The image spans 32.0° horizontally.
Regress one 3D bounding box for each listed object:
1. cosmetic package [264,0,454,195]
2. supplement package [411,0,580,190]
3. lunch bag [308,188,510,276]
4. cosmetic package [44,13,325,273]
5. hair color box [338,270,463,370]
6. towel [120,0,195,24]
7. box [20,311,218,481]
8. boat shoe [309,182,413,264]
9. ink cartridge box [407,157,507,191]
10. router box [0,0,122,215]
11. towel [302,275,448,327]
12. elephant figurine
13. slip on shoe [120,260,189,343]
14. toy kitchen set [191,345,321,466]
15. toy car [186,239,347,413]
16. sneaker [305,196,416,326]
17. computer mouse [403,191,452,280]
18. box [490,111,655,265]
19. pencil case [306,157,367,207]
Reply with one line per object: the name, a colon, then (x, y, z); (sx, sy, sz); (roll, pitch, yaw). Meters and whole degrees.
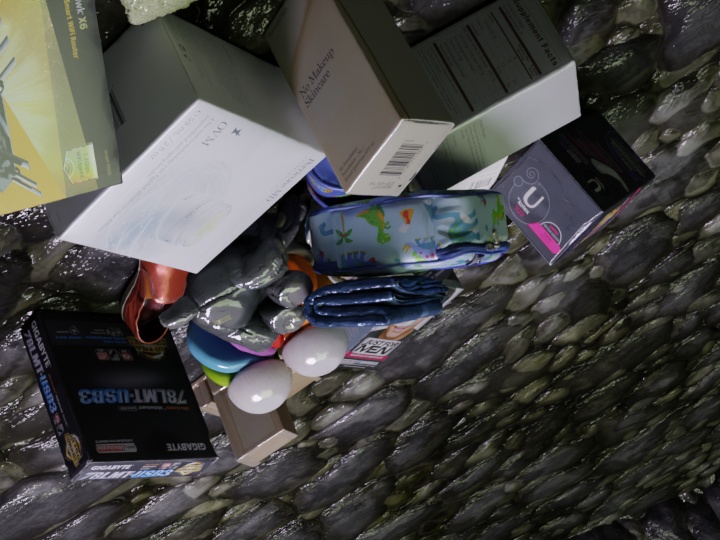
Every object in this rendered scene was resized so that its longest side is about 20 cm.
cosmetic package: (-0.004, -0.179, 1.169); (0.072, 0.202, 0.104); (-2, 143, -42)
supplement package: (0.126, -0.192, 1.363); (0.198, 0.118, 0.117); (-28, 154, 1)
lunch bag: (0.056, -0.039, 1.356); (0.197, 0.084, 0.160); (-7, 180, 24)
cosmetic package: (-0.176, -0.116, 1.202); (0.199, 0.124, 0.199); (-40, 153, 22)
hair color box: (0.040, 0.059, 1.782); (0.200, 0.061, 0.098); (-44, 150, 26)
towel: (-0.145, -0.288, 1.025); (0.146, 0.037, 0.201); (-22, 152, -12)
box: (-0.280, 0.146, 1.468); (0.050, 0.200, 0.198); (-42, 150, 29)
boat shoe: (-0.005, -0.049, 1.540); (0.062, 0.073, 0.200); (-8, 151, -41)
ink cartridge box: (0.093, -0.095, 1.558); (0.115, 0.068, 0.201); (-14, 148, -27)
router box: (-0.286, -0.150, 1.014); (0.155, 0.052, 0.203); (-17, 122, -22)
towel: (0.019, 0.031, 1.368); (0.110, 0.049, 0.200); (-3, -179, 20)
elephant figurine: (-0.134, -0.015, 1.382); (0.141, 0.201, 0.155); (-42, 129, 16)
slip on shoe: (-0.222, 0.006, 1.433); (0.073, 0.062, 0.201); (-4, 139, -36)
toy kitchen set: (-0.148, 0.203, 1.715); (0.162, 0.182, 0.200); (-34, 149, 14)
toy car: (-0.122, 0.057, 1.493); (0.199, 0.177, 0.150); (-33, 152, 12)
sneaker: (0.000, 0.000, 1.499); (0.076, 0.081, 0.200); (-28, 115, 29)
computer mouse: (0.072, -0.042, 1.525); (0.058, 0.034, 0.201); (-36, 147, -6)
box: (0.269, -0.108, 1.580); (0.106, 0.123, 0.199); (-47, 168, 33)
pencil case: (-0.018, -0.112, 1.337); (0.085, 0.080, 0.200); (-9, 177, -1)
